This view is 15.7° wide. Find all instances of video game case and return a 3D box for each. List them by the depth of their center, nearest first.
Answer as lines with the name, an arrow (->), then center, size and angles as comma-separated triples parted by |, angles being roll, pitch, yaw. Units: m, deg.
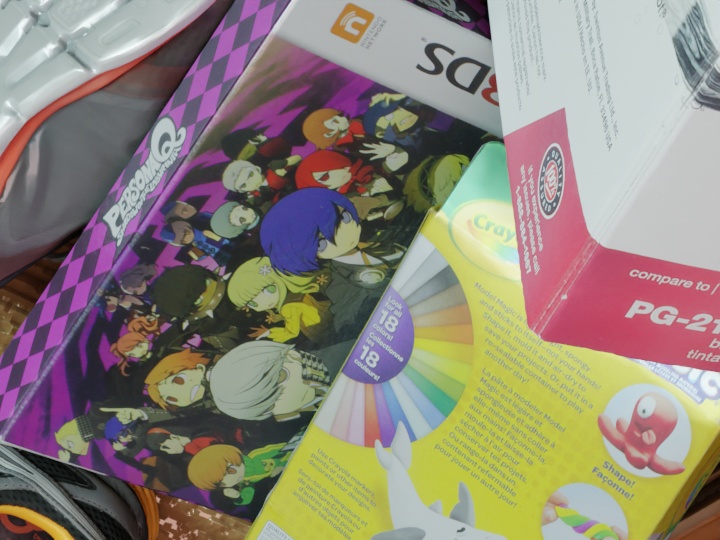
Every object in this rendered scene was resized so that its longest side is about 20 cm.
video game case -> 0.000, 0.000, 0.873 | 0.181, 0.036, 0.200 | 22, 115, -33

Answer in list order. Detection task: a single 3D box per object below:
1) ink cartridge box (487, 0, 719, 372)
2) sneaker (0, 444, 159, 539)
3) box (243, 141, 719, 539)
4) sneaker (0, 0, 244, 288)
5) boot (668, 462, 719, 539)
ink cartridge box -> 0.114, -0.089, 0.726 | 0.084, 0.145, 0.200 | 10, 139, -18
sneaker -> -0.163, 0.071, 0.909 | 0.199, 0.077, 0.079 | 21, 116, -11
box -> 0.042, 0.065, 0.842 | 0.117, 0.048, 0.201 | 37, 118, 14
sneaker -> -0.091, -0.058, 0.861 | 0.200, 0.077, 0.082 | -41, 144, 10
boot -> 0.196, 0.084, 0.940 | 0.200, 0.077, 0.155 | -36, 117, 7
